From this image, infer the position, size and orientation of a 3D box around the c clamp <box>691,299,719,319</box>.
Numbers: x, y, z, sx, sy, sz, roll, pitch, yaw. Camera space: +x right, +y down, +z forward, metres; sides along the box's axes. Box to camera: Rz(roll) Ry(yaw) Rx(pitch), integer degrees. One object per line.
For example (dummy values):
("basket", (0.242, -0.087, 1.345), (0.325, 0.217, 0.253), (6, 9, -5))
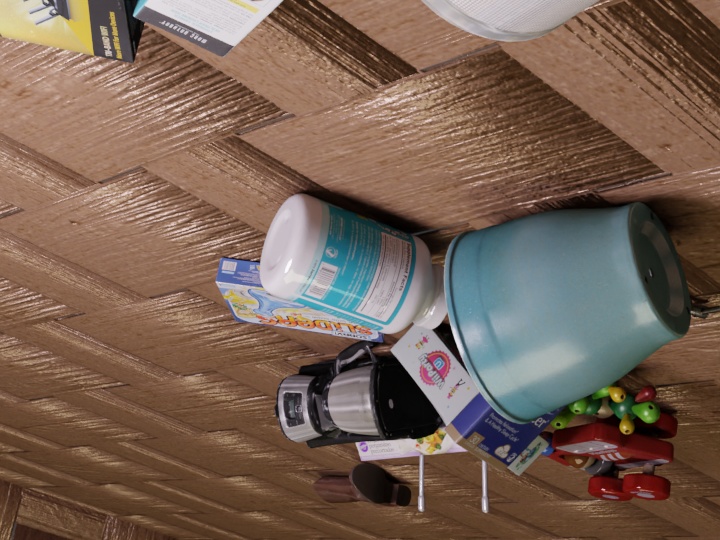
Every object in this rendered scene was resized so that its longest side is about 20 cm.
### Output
("c clamp", (0.289, 0.026, 1.488), (0.197, 0.027, 0.171), (14, 164, -10))

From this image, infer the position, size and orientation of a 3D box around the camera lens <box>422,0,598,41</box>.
("camera lens", (0.111, -0.230, 0.738), (0.158, 0.162, 0.199), (21, 156, -25))

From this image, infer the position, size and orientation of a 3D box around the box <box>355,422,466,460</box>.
("box", (0.079, 0.237, 1.905), (0.198, 0.039, 0.041), (-12, -171, 41))

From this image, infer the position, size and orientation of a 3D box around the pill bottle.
("pill bottle", (0.000, 0.000, 1.440), (0.198, 0.112, 0.111), (20, 157, -22))

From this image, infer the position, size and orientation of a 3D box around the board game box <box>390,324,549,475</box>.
("board game box", (0.143, 0.163, 1.730), (0.200, 0.064, 0.148), (36, -168, -48))

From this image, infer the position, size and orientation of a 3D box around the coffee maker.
("coffee maker", (0.011, 0.188, 1.877), (0.198, 0.136, 0.191), (-10, 151, 44))

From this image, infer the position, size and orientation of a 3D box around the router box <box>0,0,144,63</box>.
("router box", (-0.251, -0.244, 1.034), (0.155, 0.053, 0.200), (11, 159, 0))

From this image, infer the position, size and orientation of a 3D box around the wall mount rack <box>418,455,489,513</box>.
("wall mount rack", (0.149, 0.253, 1.915), (0.198, 0.175, 0.075), (-9, 127, 42))

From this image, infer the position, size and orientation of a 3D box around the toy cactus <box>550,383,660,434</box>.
("toy cactus", (0.300, 0.161, 1.755), (0.198, 0.104, 0.164), (-4, 173, 28))

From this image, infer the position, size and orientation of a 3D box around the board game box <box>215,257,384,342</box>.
("board game box", (-0.070, 0.038, 1.675), (0.197, 0.035, 0.136), (7, 158, 10))

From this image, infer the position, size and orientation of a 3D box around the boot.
("boot", (-0.030, 0.408, 2.561), (0.198, 0.065, 0.186), (0, 154, 39))

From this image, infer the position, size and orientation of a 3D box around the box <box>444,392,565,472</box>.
("box", (0.204, 0.148, 1.632), (0.121, 0.200, 0.032), (35, -171, -47))

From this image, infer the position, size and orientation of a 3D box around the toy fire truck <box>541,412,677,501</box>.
("toy fire truck", (0.335, 0.247, 1.872), (0.166, 0.114, 0.199), (18, 162, -23))

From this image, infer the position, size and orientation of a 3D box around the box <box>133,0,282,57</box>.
("box", (-0.092, -0.230, 0.993), (0.082, 0.050, 0.199), (21, 157, -24))

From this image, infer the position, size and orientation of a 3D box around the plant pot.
("plant pot", (0.211, 0.026, 1.314), (0.186, 0.202, 0.199), (-22, 144, 30))
